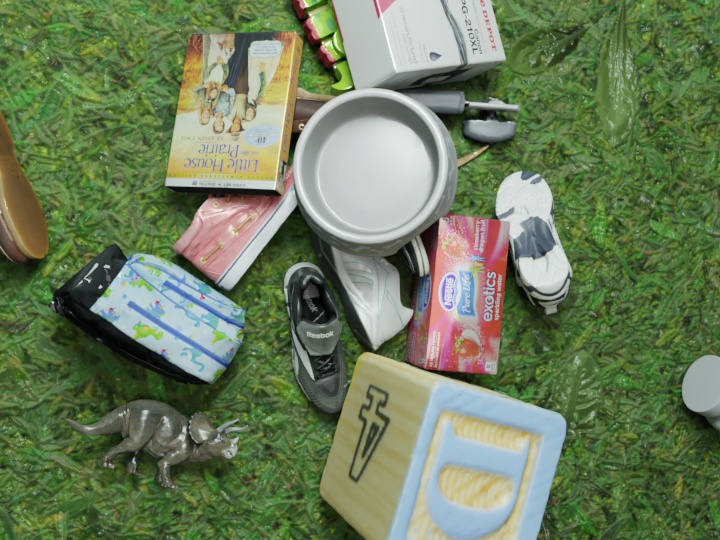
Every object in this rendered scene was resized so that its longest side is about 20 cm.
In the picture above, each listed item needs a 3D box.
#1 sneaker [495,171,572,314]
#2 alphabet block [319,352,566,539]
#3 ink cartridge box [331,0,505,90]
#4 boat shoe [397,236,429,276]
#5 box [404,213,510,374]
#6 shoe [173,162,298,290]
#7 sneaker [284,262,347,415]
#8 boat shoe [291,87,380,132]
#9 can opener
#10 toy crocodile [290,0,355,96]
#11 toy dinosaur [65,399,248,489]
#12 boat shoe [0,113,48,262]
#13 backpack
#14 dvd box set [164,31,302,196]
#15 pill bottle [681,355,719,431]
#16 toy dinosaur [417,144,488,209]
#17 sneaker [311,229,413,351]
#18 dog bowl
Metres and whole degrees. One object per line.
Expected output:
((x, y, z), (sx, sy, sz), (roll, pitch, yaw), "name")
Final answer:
((0.239, -0.029, 0.956), (0.079, 0.130, 0.199), (-18, 54, 5), "sneaker")
((0.091, 0.225, 0.836), (0.195, 0.200, 0.197), (21, 84, -22), "alphabet block")
((0.075, -0.311, 0.875), (0.200, 0.084, 0.145), (-18, 94, -37), "ink cartridge box")
((0.019, -0.069, 0.889), (0.062, 0.075, 0.200), (-33, 77, -6), "boat shoe")
((0.125, 0.030, 0.914), (0.100, 0.095, 0.200), (6, 88, -12), "box")
((-0.142, -0.079, 0.868), (0.091, 0.071, 0.200), (38, 85, -13), "shoe")
((-0.054, 0.088, 0.876), (0.066, 0.090, 0.200), (-11, 92, -12), "sneaker")
((-0.040, -0.188, 0.882), (0.200, 0.070, 0.070), (11, 96, 9), "boat shoe")
((0.117, -0.207, 0.936), (0.200, 0.053, 0.067), (0, 98, -10), "can opener")
((-0.050, -0.318, 0.892), (0.062, 0.068, 0.200), (-28, 96, -12), "toy crocodile")
((-0.250, 0.202, 0.851), (0.200, 0.077, 0.102), (22, 73, -7), "toy dinosaur")
((-0.427, -0.099, 0.804), (0.070, 0.070, 0.200), (-20, 89, 6), "boat shoe")
((-0.232, 0.055, 0.809), (0.200, 0.163, 0.154), (48, 66, -15), "backpack")
((-0.153, -0.191, 0.845), (0.146, 0.029, 0.200), (4, 80, 15), "dvd box set")
((0.575, 0.194, 1.004), (0.200, 0.113, 0.113), (21, 85, -12), "pill bottle")
((0.093, -0.114, 0.919), (0.106, 0.200, 0.060), (17, 129, 11), "toy dinosaur")
((0.000, 0.000, 0.906), (0.080, 0.070, 0.200), (-29, 103, -17), "sneaker")
((0.013, -0.116, 0.805), (0.200, 0.059, 0.200), (0, 89, 7), "dog bowl")
